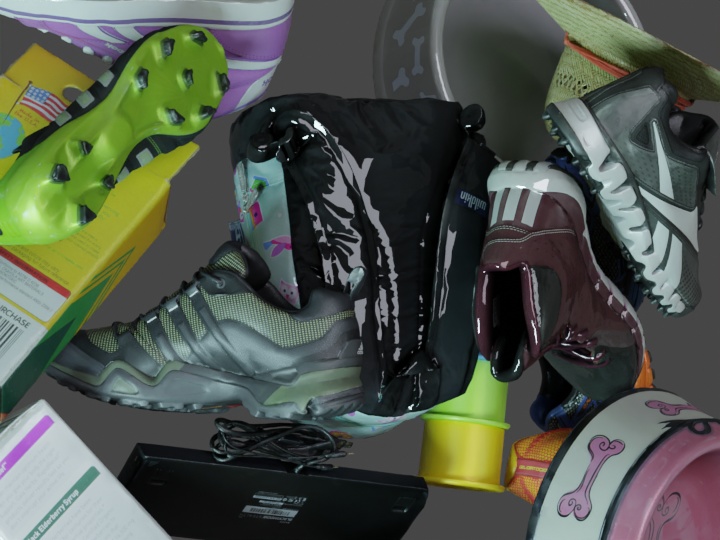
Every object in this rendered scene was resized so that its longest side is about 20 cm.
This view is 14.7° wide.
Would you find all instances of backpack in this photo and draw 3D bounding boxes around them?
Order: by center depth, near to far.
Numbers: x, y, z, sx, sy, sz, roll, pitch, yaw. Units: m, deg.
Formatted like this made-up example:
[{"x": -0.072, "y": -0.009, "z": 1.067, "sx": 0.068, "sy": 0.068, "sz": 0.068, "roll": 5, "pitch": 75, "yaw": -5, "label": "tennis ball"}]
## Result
[{"x": 0.000, "y": 0.000, "z": 1.703, "sx": 0.166, "sy": 0.127, "sz": 0.201, "roll": -2, "pitch": 79, "yaw": -22, "label": "backpack"}]

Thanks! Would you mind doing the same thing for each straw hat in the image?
[{"x": 0.159, "y": -0.110, "z": 1.750, "sx": 0.201, "sy": 0.201, "sz": 0.085, "roll": 26, "pitch": 97, "yaw": -22, "label": "straw hat"}]

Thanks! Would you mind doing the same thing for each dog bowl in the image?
[{"x": 0.190, "y": 0.177, "z": 1.724, "sx": 0.200, "sy": 0.074, "sz": 0.201, "roll": -10, "pitch": 105, "yaw": -43, "label": "dog bowl"}, {"x": 0.107, "y": -0.129, "z": 1.838, "sx": 0.199, "sy": 0.059, "sz": 0.201, "roll": 8, "pitch": 74, "yaw": -29, "label": "dog bowl"}]

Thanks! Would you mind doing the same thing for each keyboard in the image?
[{"x": -0.051, "y": 0.122, "z": 1.667, "sx": 0.199, "sy": 0.104, "sz": 0.040, "roll": 9, "pitch": 46, "yaw": -29, "label": "keyboard"}]

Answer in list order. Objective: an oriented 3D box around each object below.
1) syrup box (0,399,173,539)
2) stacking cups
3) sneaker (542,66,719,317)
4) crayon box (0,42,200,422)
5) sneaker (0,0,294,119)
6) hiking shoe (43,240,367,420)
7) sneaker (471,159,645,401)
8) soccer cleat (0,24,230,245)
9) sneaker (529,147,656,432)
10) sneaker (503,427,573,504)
[{"x": -0.154, "y": 0.175, "z": 1.595, "sx": 0.200, "sy": 0.079, "sz": 0.081, "roll": 50, "pitch": 60, "yaw": -10, "label": "syrup box"}, {"x": 0.071, "y": 0.037, "z": 1.757, "sx": 0.060, "sy": 0.060, "sz": 0.201, "roll": 10, "pitch": 80, "yaw": -27, "label": "stacking cups"}, {"x": 0.184, "y": -0.048, "z": 1.677, "sx": 0.090, "sy": 0.067, "sz": 0.200, "roll": -32, "pitch": 135, "yaw": 0, "label": "sneaker"}, {"x": -0.198, "y": -0.024, "z": 1.610, "sx": 0.127, "sy": 0.051, "sz": 0.200, "roll": 33, "pitch": 61, "yaw": 11, "label": "crayon box"}, {"x": -0.145, "y": -0.137, "z": 1.674, "sx": 0.199, "sy": 0.115, "sz": 0.073, "roll": 8, "pitch": 43, "yaw": -9, "label": "sneaker"}, {"x": -0.090, "y": 0.033, "z": 1.625, "sx": 0.199, "sy": 0.076, "sz": 0.101, "roll": 4, "pitch": 85, "yaw": 13, "label": "hiking shoe"}, {"x": 0.107, "y": 0.038, "z": 1.669, "sx": 0.200, "sy": 0.075, "sz": 0.116, "roll": 61, "pitch": 38, "yaw": -40, "label": "sneaker"}, {"x": -0.147, "y": -0.079, "z": 1.583, "sx": 0.200, "sy": 0.081, "sz": 0.068, "roll": -47, "pitch": 117, "yaw": -44, "label": "soccer cleat"}, {"x": 0.138, "y": 0.020, "z": 1.782, "sx": 0.078, "sy": 0.075, "sz": 0.201, "roll": -15, "pitch": 108, "yaw": -20, "label": "sneaker"}, {"x": 0.173, "y": 0.130, "z": 1.803, "sx": 0.200, "sy": 0.077, "sz": 0.073, "roll": 17, "pitch": 84, "yaw": -44, "label": "sneaker"}]
